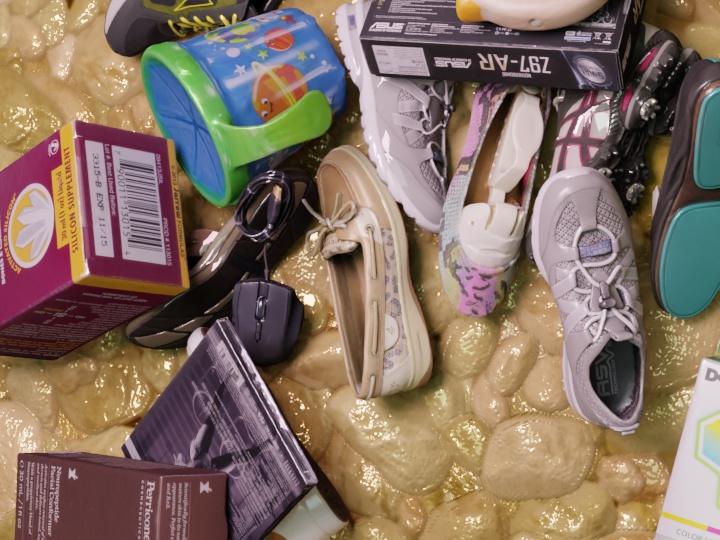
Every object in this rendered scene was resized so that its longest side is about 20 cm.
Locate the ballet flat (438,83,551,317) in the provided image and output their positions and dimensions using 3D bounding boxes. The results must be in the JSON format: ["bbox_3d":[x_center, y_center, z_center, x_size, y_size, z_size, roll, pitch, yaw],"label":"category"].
[{"bbox_3d":[0.106,-0.066,1.291,0.069,0.071,0.202,15,82,-18],"label":"ballet flat"}]

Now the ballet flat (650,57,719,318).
[{"bbox_3d":[0.250,-0.064,1.247,0.067,0.069,0.202,1,121,-12],"label":"ballet flat"}]

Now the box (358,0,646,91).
[{"bbox_3d":[0.115,-0.214,1.281,0.198,0.044,0.161,5,56,19],"label":"box"}]

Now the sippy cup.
[{"bbox_3d":[-0.085,-0.139,1.337,0.130,0.140,0.178,-30,64,-19],"label":"sippy cup"}]

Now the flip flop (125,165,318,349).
[{"bbox_3d":[-0.116,-0.013,1.386,0.200,0.081,0.058,-49,54,11],"label":"flip flop"}]

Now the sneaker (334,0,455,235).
[{"bbox_3d":[0.043,-0.128,1.329,0.081,0.075,0.202,-20,83,15],"label":"sneaker"}]

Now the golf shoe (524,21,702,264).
[{"bbox_3d":[0.179,-0.095,1.290,0.088,0.077,0.201,41,103,41],"label":"golf shoe"}]

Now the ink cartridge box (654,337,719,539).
[{"bbox_3d":[0.290,0.122,1.233,0.103,0.059,0.202,16,93,20],"label":"ink cartridge box"}]

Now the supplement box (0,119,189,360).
[{"bbox_3d":[-0.238,-0.020,1.365,0.199,0.103,0.132,-27,65,43],"label":"supplement box"}]

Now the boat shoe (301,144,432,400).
[{"bbox_3d":[0.000,0.000,1.331,0.073,0.062,0.202,-32,74,59],"label":"boat shoe"}]

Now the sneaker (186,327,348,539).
[{"bbox_3d":[-0.097,0.143,1.367,0.084,0.073,0.201,-36,77,12],"label":"sneaker"}]

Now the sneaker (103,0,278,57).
[{"bbox_3d":[-0.123,-0.226,1.393,0.199,0.074,0.085,-32,74,16],"label":"sneaker"}]

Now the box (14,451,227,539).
[{"bbox_3d":[-0.196,0.203,1.363,0.199,0.075,0.101,0,87,44],"label":"box"}]

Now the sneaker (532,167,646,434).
[{"bbox_3d":[0.179,0.023,1.227,0.074,0.082,0.202,-17,109,-8],"label":"sneaker"}]

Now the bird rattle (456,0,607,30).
[{"bbox_3d":[0.136,-0.244,1.232,0.198,0.113,0.165,4,66,2],"label":"bird rattle"}]

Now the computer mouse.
[{"bbox_3d":[-0.074,0.006,1.328,0.058,0.034,0.201,9,132,6],"label":"computer mouse"}]

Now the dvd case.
[{"bbox_3d":[-0.116,0.153,1.345,0.149,0.016,0.200,59,136,19],"label":"dvd case"}]
